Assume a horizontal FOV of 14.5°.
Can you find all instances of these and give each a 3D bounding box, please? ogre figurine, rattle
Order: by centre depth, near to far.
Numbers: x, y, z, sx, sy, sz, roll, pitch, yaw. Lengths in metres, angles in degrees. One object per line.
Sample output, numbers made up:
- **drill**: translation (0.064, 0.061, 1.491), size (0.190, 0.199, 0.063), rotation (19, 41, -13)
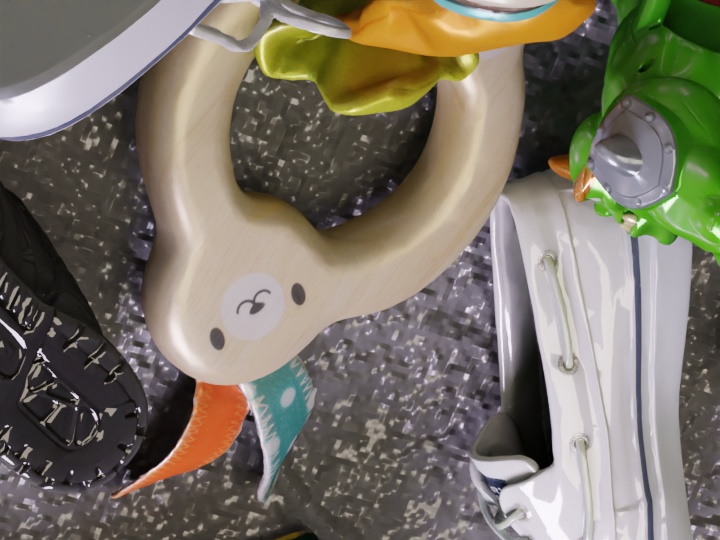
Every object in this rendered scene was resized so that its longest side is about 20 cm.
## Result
- **rattle**: translation (0.000, 0.000, 0.823), size (0.130, 0.143, 0.201), rotation (20, 95, -48)
- **ogre figurine**: translation (0.126, -0.043, 0.846), size (0.120, 0.200, 0.098), rotation (27, 139, -7)

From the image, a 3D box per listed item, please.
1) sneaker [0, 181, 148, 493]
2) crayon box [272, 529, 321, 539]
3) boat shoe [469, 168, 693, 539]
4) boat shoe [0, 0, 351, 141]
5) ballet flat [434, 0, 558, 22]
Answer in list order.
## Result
- **sneaker**: translation (-0.119, -0.005, 0.782), size (0.060, 0.104, 0.200), rotation (-38, 121, -7)
- **crayon box**: translation (-0.081, 0.199, 0.908), size (0.199, 0.058, 0.173), rotation (-19, 117, -16)
- **boat shoe**: translation (0.066, 0.061, 0.919), size (0.067, 0.074, 0.201), rotation (-5, 100, -19)
- **boat shoe**: translation (-0.030, -0.098, 0.743), size (0.202, 0.074, 0.086), rotation (-55, 145, -20)
- **ballet flat**: translation (0.059, -0.136, 0.767), size (0.069, 0.200, 0.070), rotation (7, 122, 11)
